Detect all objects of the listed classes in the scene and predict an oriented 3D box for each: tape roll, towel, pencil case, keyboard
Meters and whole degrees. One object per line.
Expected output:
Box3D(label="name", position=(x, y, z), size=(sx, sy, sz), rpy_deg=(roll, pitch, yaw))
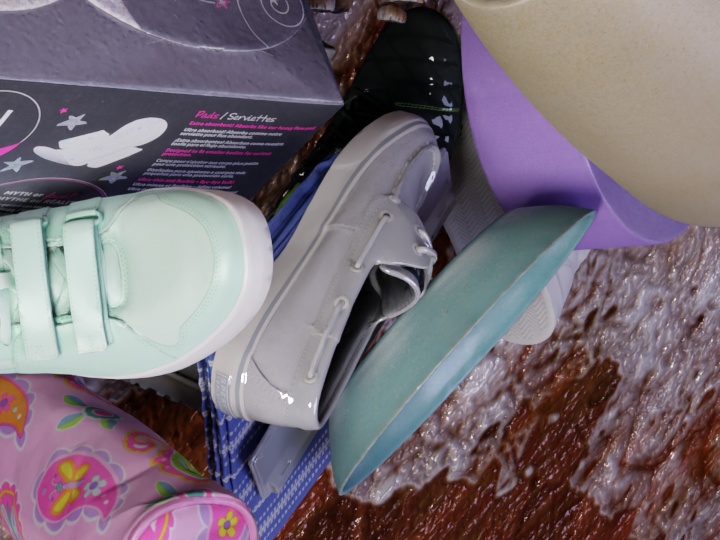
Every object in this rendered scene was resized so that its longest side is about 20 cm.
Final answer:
Box3D(label="tape roll", position=(0.131, -0.112, 1.497), size=(0.200, 0.065, 0.201), rpy_deg=(13, 75, -59))
Box3D(label="towel", position=(-0.043, 0.051, 1.404), size=(0.145, 0.024, 0.200), rpy_deg=(-52, 152, -39))
Box3D(label="pencil case", position=(-0.123, 0.108, 1.288), size=(0.087, 0.200, 0.088), rpy_deg=(-14, 117, -30))
Box3D(label="keyboard", position=(-0.003, 0.027, 1.411), size=(0.200, 0.011, 0.056), rpy_deg=(-59, 158, -18))

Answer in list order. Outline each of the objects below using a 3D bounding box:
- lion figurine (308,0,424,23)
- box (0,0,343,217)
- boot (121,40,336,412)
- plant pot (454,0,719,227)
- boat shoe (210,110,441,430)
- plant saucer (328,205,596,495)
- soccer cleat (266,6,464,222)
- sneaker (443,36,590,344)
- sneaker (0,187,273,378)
Box3D(label="lion figurine", position=(0.006, -0.189, 1.324), size=(0.072, 0.200, 0.123), rpy_deg=(3, 89, -12))
Box3D(label="box", position=(-0.128, -0.100, 1.123), size=(0.200, 0.132, 0.115), rpy_deg=(3, 148, -40))
Box3D(label="boot", position=(-0.071, -0.032, 1.382), size=(0.182, 0.072, 0.200), rpy_deg=(28, 85, -59))
Box3D(label="plant pot", position=(0.131, -0.136, 1.284), size=(0.200, 0.187, 0.188), rpy_deg=(21, 98, -48))
Box3D(label="boat shoe", position=(0.000, 0.000, 1.334), size=(0.200, 0.068, 0.072), rpy_deg=(-53, 153, -40))
Box3D(label="plant saucer", position=(0.044, 0.033, 1.415), size=(0.200, 0.036, 0.200), rpy_deg=(-47, 172, -8))
Box3D(label="soccer cleat", position=(-0.003, -0.047, 1.449), size=(0.081, 0.067, 0.200), rpy_deg=(0, 118, -53))
Box3D(label="sneaker", position=(0.090, -0.070, 1.565), size=(0.116, 0.073, 0.200), rpy_deg=(-56, 141, -44))
Box3D(label="sneaker", position=(-0.139, 0.011, 1.067), size=(0.118, 0.200, 0.074), rpy_deg=(0, 80, -60))
